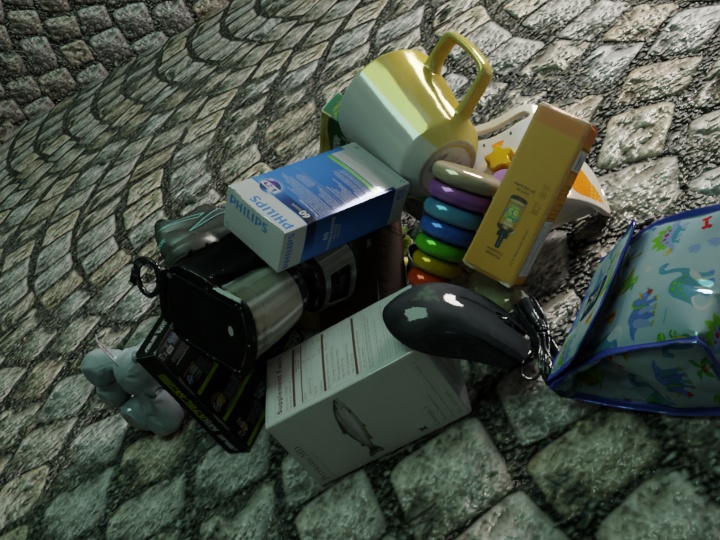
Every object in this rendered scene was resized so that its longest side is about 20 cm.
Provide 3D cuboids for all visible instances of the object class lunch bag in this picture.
[{"bbox_3d":[0.282,0.041,0.867,0.200,0.127,0.170,-17,35,54],"label":"lunch bag"}]

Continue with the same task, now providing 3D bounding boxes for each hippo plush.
[{"bbox_3d":[-0.298,0.118,1.313,0.159,0.201,0.161,17,47,29],"label":"hippo plush"}]

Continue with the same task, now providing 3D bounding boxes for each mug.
[{"bbox_3d":[0.073,-0.186,1.131,0.149,0.187,0.153,-16,50,-23],"label":"mug"}]

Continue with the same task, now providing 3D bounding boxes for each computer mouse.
[{"bbox_3d":[0.122,0.050,0.953,0.139,0.199,0.053,-101,26,-53],"label":"computer mouse"}]

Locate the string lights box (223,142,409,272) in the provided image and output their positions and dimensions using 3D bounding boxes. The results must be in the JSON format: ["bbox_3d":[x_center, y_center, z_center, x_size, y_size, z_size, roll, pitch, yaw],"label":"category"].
[{"bbox_3d":[-0.049,-0.079,1.063,0.199,0.059,0.103,-25,53,-38],"label":"string lights box"}]

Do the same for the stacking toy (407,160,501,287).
[{"bbox_3d":[0.096,-0.022,1.065,0.085,0.085,0.201,38,114,60],"label":"stacking toy"}]

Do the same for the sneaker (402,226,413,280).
[{"bbox_3d":[0.036,-0.042,1.293,0.076,0.076,0.201,-21,45,10],"label":"sneaker"}]

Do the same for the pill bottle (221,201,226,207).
[{"bbox_3d":[-0.209,-0.058,1.526,0.199,0.114,0.114,-34,30,5],"label":"pill bottle"}]

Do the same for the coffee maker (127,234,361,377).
[{"bbox_3d":[-0.129,0.002,1.075,0.200,0.192,0.135,-35,-16,-45],"label":"coffee maker"}]

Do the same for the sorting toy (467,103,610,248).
[{"bbox_3d":[0.189,-0.125,1.158,0.199,0.107,0.181,-23,52,22],"label":"sorting toy"}]

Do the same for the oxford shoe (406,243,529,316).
[{"bbox_3d":[0.121,0.013,1.113,0.071,0.074,0.200,-45,32,-20],"label":"oxford shoe"}]

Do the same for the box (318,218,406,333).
[{"bbox_3d":[0.000,0.000,1.176,0.100,0.075,0.201,-19,65,32],"label":"box"}]

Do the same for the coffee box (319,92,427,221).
[{"bbox_3d":[0.030,-0.158,1.304,0.044,0.200,0.123,-51,-11,-22],"label":"coffee box"}]

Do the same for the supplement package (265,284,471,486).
[{"bbox_3d":[0.005,0.131,1.027,0.199,0.117,0.118,-29,33,14],"label":"supplement package"}]

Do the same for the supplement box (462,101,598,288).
[{"bbox_3d":[0.192,-0.083,1.026,0.066,0.069,0.201,29,100,19],"label":"supplement box"}]

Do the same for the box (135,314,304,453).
[{"bbox_3d":[-0.175,0.100,1.187,0.047,0.193,0.201,-11,39,36],"label":"box"}]

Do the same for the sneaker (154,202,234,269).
[{"bbox_3d":[-0.168,-0.060,1.165,0.199,0.076,0.079,-20,57,-28],"label":"sneaker"}]

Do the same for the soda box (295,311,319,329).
[{"bbox_3d":[-0.118,0.042,1.317,0.199,0.068,0.064,-6,51,46],"label":"soda box"}]
